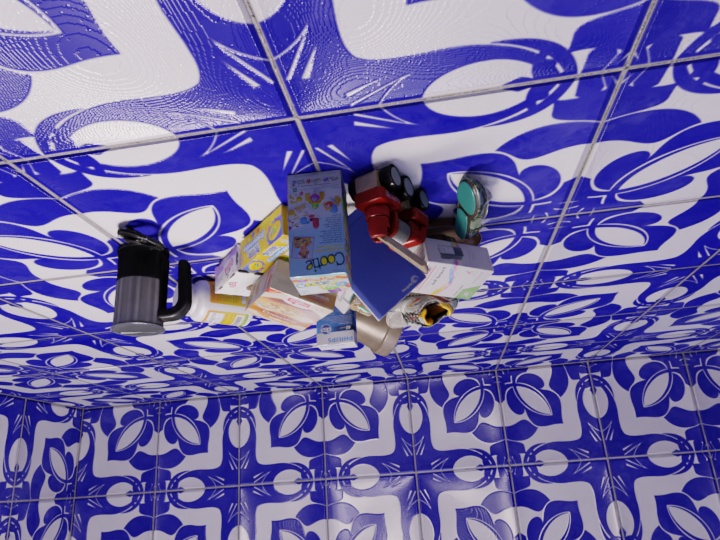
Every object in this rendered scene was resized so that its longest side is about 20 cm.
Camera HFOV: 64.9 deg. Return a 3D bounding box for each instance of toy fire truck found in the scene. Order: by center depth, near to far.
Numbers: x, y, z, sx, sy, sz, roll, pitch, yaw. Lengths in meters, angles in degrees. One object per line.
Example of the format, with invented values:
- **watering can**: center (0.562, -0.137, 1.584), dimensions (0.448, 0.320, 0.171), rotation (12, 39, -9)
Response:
- **toy fire truck**: center (0.075, -0.076, 1.059), dimensions (0.128, 0.202, 0.176), rotation (-15, 157, 29)

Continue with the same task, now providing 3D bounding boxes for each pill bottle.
- **pill bottle**: center (-0.395, 0.085, 1.525), dimensions (0.199, 0.112, 0.111), rotation (11, 155, -34)

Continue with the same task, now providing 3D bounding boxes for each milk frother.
- **milk frother**: center (-0.484, 0.026, 1.239), dimensions (0.179, 0.190, 0.200), rotation (-12, 158, 18)

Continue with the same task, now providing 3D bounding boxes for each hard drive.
- **hard drive**: center (0.020, -0.017, 1.150), dimensions (0.132, 0.200, 0.025), rotation (-41, 175, -11)

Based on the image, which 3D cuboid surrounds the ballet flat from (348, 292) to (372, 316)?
- **ballet flat**: center (0.043, 0.048, 1.233), dimensions (0.200, 0.065, 0.071), rotation (-38, 163, -53)

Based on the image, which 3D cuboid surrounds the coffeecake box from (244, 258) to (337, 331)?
- **coffeecake box**: center (-0.160, 0.062, 1.298), dimensions (0.152, 0.074, 0.200), rotation (22, 153, -19)

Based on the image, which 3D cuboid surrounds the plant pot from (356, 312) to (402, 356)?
- **plant pot**: center (0.021, 0.131, 1.656), dimensions (0.172, 0.202, 0.200), rotation (19, 154, -14)

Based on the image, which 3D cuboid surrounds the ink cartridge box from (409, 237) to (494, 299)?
- **ink cartridge box**: center (0.168, -0.004, 1.214), dimensions (0.198, 0.068, 0.117), rotation (8, 142, -19)

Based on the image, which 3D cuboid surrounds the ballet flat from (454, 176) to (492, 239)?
- **ballet flat**: center (0.230, -0.135, 1.142), dimensions (0.073, 0.075, 0.200), rotation (-4, 157, 0)

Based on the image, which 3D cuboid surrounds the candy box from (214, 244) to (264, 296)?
- **candy box**: center (-0.243, 0.010, 1.410), dimensions (0.198, 0.072, 0.167), rotation (8, 156, -31)

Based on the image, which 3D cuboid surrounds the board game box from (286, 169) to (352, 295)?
- **board game box**: center (-0.075, -0.069, 1.050), dimensions (0.104, 0.202, 0.103), rotation (-5, 160, 4)

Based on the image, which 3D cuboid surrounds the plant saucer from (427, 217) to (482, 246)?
- **plant saucer**: center (0.182, -0.075, 1.323), dimensions (0.198, 0.035, 0.201), rotation (-4, 159, -2)

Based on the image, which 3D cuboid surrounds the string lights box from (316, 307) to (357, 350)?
- **string lights box**: center (-0.066, 0.105, 1.512), dimensions (0.102, 0.202, 0.059), rotation (-6, 160, 7)

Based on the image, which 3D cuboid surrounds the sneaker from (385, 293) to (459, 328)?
- **sneaker**: center (0.137, 0.092, 1.318), dimensions (0.199, 0.082, 0.078), rotation (-26, 113, 35)

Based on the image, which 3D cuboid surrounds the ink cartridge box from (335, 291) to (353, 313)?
- **ink cartridge box**: center (0.000, 0.000, 1.320), dimensions (0.146, 0.083, 0.200), rotation (-42, 172, -24)

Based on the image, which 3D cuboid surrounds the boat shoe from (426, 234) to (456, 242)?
- **boat shoe**: center (0.126, -0.030, 1.295), dimensions (0.067, 0.073, 0.199), rotation (21, 142, -36)

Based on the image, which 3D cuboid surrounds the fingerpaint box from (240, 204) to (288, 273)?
- **fingerpaint box**: center (-0.148, -0.058, 1.247), dimensions (0.166, 0.074, 0.200), rotation (9, 154, -34)
